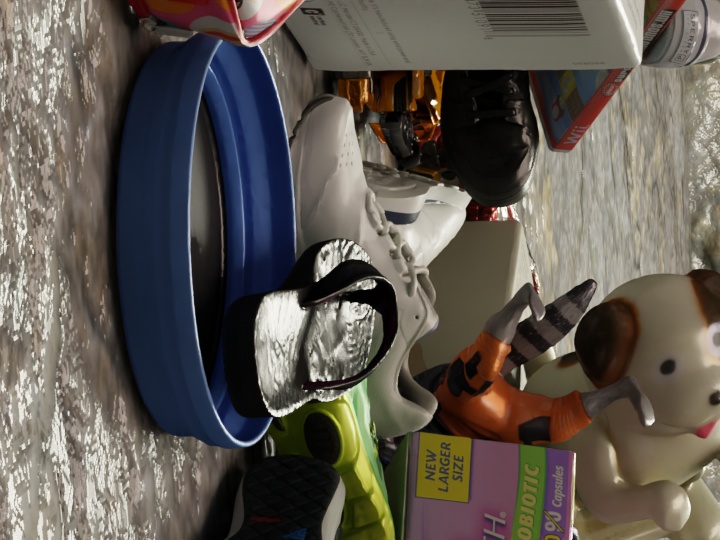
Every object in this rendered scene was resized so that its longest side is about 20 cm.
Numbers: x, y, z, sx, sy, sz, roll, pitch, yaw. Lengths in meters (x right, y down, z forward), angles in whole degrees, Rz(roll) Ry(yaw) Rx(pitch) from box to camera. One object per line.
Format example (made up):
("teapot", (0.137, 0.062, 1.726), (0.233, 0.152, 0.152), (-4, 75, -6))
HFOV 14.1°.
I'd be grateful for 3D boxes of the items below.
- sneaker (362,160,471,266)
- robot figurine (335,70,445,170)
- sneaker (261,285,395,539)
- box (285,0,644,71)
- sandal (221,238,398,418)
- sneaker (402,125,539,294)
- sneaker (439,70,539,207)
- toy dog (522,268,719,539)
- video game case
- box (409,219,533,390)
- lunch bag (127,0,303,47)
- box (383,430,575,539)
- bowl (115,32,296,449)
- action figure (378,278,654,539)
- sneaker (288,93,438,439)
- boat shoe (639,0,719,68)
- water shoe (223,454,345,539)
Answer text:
("sneaker", (0.015, -0.020, 1.743), (0.200, 0.076, 0.081), (-15, 116, -73))
("robot figurine", (0.024, -0.136, 1.785), (0.200, 0.058, 0.146), (-17, 105, -78))
("sneaker", (-0.017, 0.086, 1.550), (0.084, 0.074, 0.201), (-65, 152, -54))
("box", (0.048, -0.202, 1.580), (0.199, 0.199, 0.131), (51, 41, -69))
("sandal", (-0.014, 0.032, 1.418), (0.200, 0.048, 0.076), (-36, 120, -70))
("sneaker", (0.081, -0.042, 1.992), (0.201, 0.077, 0.082), (76, 17, -46))
("sneaker", (0.071, -0.146, 1.730), (0.104, 0.060, 0.201), (62, 25, -71))
("toy dog", (0.179, 0.080, 1.820), (0.200, 0.139, 0.195), (113, -36, -56))
("video game case", (0.146, -0.185, 1.716), (0.200, 0.017, 0.144), (-55, -140, 46))
("box", (0.065, 0.069, 1.903), (0.095, 0.077, 0.201), (76, 18, -44))
("lunch bag", (-0.063, -0.201, 1.298), (0.176, 0.082, 0.201), (-56, 148, -33))
("box", (0.049, 0.208, 1.638), (0.200, 0.096, 0.177), (114, -18, -66))
("bowl", (-0.073, -0.016, 1.388), (0.201, 0.039, 0.202), (-1, 90, -77))
("action figure", (0.080, 0.093, 1.743), (0.200, 0.193, 0.105), (32, 42, -39))
("sneaker", (0.000, 0.000, 1.605), (0.075, 0.087, 0.201), (-49, 136, -68))
("boat shoe", (0.165, -0.154, 1.767), (0.200, 0.066, 0.074), (38, -61, 59))
("water shoe", (-0.044, 0.166, 1.433), (0.200, 0.071, 0.079), (-60, 153, -62))
